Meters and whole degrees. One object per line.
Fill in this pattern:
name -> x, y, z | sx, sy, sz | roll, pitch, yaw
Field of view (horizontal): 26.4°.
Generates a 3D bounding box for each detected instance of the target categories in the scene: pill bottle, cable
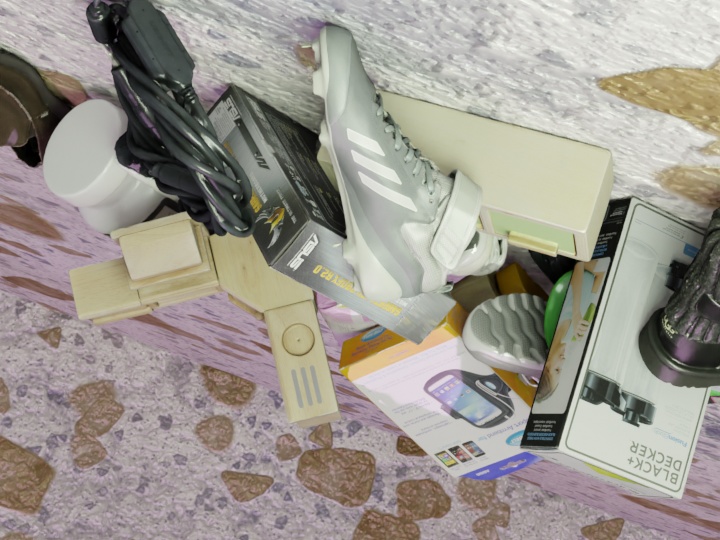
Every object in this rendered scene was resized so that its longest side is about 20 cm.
pill bottle -> -0.187, -0.072, 1.408 | 0.116, 0.117, 0.200 | 10, 165, 40
cable -> -0.139, -0.098, 1.107 | 0.200, 0.051, 0.163 | 57, 160, 13

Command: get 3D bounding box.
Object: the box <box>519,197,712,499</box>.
box -> 0.208, 0.060, 1.158 | 0.116, 0.200, 0.060 | 24, 167, -20

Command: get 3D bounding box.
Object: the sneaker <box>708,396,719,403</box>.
sneaker -> 0.314, 0.083, 1.371 | 0.086, 0.081, 0.200 | -3, -172, 31

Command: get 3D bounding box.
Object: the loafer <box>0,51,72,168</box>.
loafer -> -0.319, -0.145, 1.391 | 0.073, 0.072, 0.200 | 14, 168, 24

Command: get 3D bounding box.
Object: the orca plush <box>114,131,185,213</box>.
orca plush -> -0.113, -0.089, 1.327 | 0.071, 0.105, 0.200 | -31, 134, 34

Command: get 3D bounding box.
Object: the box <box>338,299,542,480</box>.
box -> 0.088, 0.113, 1.370 | 0.119, 0.042, 0.200 | -25, 128, 30

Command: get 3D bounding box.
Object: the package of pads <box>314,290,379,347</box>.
package of pads -> 0.000, 0.000, 1.396 | 0.075, 0.121, 0.200 | -4, 167, 4

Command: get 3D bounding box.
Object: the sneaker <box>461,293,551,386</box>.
sneaker -> 0.155, 0.075, 1.307 | 0.200, 0.075, 0.082 | 11, 137, -40

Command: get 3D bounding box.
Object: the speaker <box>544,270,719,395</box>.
speaker -> 0.254, 0.052, 1.257 | 0.200, 0.089, 0.088 | 10, 173, -22

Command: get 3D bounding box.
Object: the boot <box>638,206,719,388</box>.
boot -> 0.311, 0.013, 1.080 | 0.211, 0.080, 0.158 | -8, 145, -24

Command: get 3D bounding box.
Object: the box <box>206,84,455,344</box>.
box -> -0.029, -0.045, 1.184 | 0.158, 0.048, 0.200 | 29, -160, -38

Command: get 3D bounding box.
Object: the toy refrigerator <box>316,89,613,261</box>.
toy refrigerator -> 0.076, -0.068, 1.105 | 0.200, 0.070, 0.076 | 16, 168, 14

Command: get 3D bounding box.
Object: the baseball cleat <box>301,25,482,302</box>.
baseball cleat -> 0.026, -0.075, 1.034 | 0.106, 0.070, 0.200 | -7, 120, 6

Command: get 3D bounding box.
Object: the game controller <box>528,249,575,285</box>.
game controller -> 0.216, 0.006, 1.334 | 0.104, 0.042, 0.200 | -1, 162, 22

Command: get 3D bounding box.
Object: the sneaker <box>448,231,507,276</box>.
sneaker -> 0.090, -0.027, 1.292 | 0.081, 0.075, 0.200 | 11, 180, -8

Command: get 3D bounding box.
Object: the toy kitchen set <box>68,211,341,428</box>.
toy kitchen set -> -0.134, 0.054, 1.300 | 0.199, 0.181, 0.163 | -14, 170, -1

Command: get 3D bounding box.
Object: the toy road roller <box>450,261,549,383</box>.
toy road roller -> 0.132, 0.060, 1.453 | 0.200, 0.123, 0.146 | 47, -161, -34
